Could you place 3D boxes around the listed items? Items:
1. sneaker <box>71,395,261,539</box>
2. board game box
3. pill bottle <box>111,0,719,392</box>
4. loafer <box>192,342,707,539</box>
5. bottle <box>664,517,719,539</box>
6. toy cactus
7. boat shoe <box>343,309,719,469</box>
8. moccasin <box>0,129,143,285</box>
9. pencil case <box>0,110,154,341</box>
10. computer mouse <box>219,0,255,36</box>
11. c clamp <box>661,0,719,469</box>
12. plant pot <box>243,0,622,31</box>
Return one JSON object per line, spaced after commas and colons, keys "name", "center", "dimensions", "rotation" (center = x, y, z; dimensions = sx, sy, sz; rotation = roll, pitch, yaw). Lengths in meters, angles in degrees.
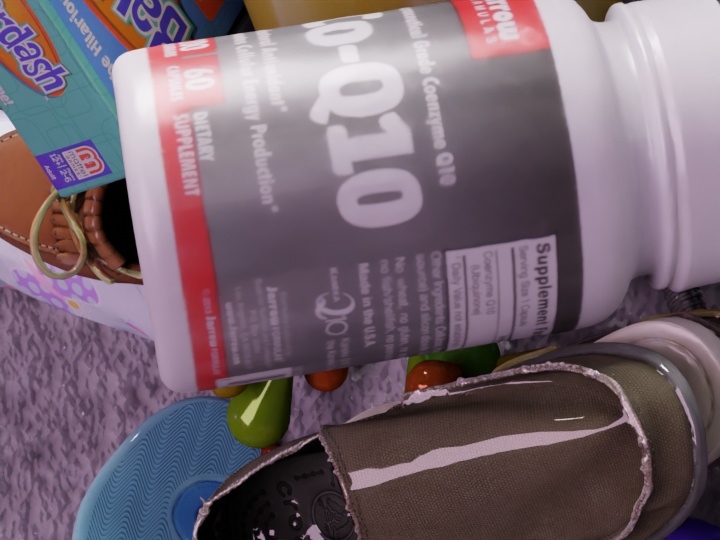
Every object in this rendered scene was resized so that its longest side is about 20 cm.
{"name": "sneaker", "center": [-0.095, 0.159, 1.117], "dimensions": [0.079, 0.131, 0.201], "rotation": [20, 72, 3]}
{"name": "board game box", "center": [-0.098, -0.148, 0.946], "dimensions": [0.045, 0.200, 0.152], "rotation": [-14, 123, 31]}
{"name": "pill bottle", "center": [0.024, -0.031, 0.837], "dimensions": [0.199, 0.114, 0.115], "rotation": [-10, 88, -4]}
{"name": "loafer", "center": [0.024, 0.077, 0.840], "dimensions": [0.199, 0.069, 0.076], "rotation": [-21, 85, 37]}
{"name": "bottle", "center": [0.052, 0.138, 0.936], "dimensions": [0.199, 0.065, 0.084], "rotation": [-10, 74, 35]}
{"name": "toy cactus", "center": [0.000, 0.000, 0.999], "dimensions": [0.200, 0.102, 0.166], "rotation": [-35, 80, 44]}
{"name": "boat shoe", "center": [0.059, 0.064, 0.894], "dimensions": [0.199, 0.059, 0.072], "rotation": [-27, 81, 36]}
{"name": "moccasin", "center": [-0.081, -0.025, 0.971], "dimensions": [0.201, 0.078, 0.074], "rotation": [17, 89, 41]}
{"name": "pencil case", "center": [-0.119, -0.018, 1.107], "dimensions": [0.199, 0.090, 0.084], "rotation": [17, 105, 38]}
{"name": "computer mouse", "center": [-0.074, -0.102, 1.048], "dimensions": [0.058, 0.034, 0.200], "rotation": [-34, 27, -1]}
{"name": "c clamp", "center": [0.124, 0.002, 0.917], "dimensions": [0.171, 0.027, 0.201], "rotation": [124, 133, -63]}
{"name": "plant pot", "center": [0.019, -0.161, 0.926], "dimensions": [0.200, 0.200, 0.190], "rotation": [6, 114, 39]}
